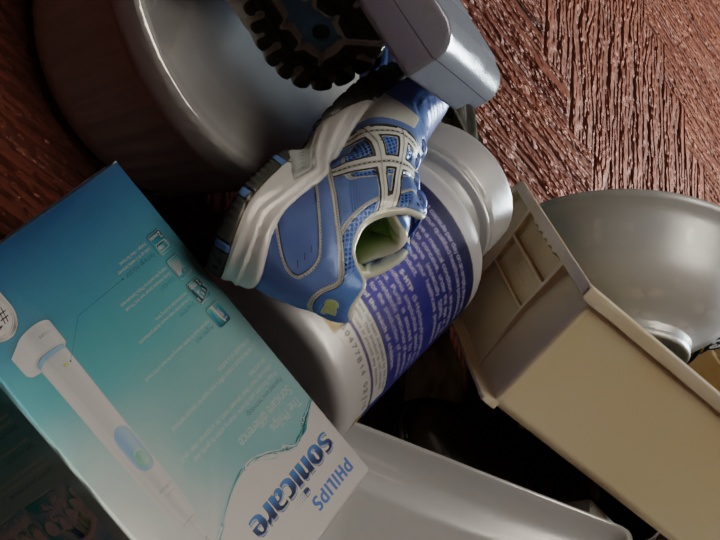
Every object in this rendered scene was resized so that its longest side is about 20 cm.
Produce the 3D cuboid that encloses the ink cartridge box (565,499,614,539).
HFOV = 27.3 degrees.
[{"bbox_3d":[0.108,0.270,0.922,0.147,0.144,0.200,46,42,-37],"label":"ink cartridge box"}]

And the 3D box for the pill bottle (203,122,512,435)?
[{"bbox_3d":[0.000,0.000,0.858,0.200,0.119,0.120,-42,113,-38],"label":"pill bottle"}]

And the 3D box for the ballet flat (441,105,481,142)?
[{"bbox_3d":[0.061,-0.073,1.082,0.068,0.068,0.201,-7,72,-47],"label":"ballet flat"}]

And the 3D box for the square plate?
[{"bbox_3d":[0.047,0.192,0.804,0.199,0.028,0.198,22,47,-6],"label":"square plate"}]

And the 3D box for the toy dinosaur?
[{"bbox_3d":[0.040,0.061,0.990,0.101,0.058,0.200,52,39,-32],"label":"toy dinosaur"}]

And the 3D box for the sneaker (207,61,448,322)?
[{"bbox_3d":[0.001,-0.040,0.767,0.077,0.076,0.200,31,46,9],"label":"sneaker"}]

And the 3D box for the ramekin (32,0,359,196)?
[{"bbox_3d":[-0.095,-0.135,0.835,0.202,0.094,0.203,28,55,-49],"label":"ramekin"}]

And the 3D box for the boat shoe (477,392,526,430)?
[{"bbox_3d":[0.112,0.122,1.058,0.068,0.073,0.200,43,43,-40],"label":"boat shoe"}]

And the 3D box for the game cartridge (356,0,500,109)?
[{"bbox_3d":[0.001,-0.179,0.759,0.200,0.041,0.133,60,9,12],"label":"game cartridge"}]

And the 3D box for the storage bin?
[{"bbox_3d":[0.161,0.062,0.945,0.200,0.094,0.199,37,14,-19],"label":"storage bin"}]

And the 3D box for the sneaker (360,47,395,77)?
[{"bbox_3d":[0.009,-0.084,0.998,0.082,0.074,0.201,26,53,-40],"label":"sneaker"}]

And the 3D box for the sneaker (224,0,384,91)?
[{"bbox_3d":[-0.065,-0.184,0.769,0.200,0.078,0.090,50,20,-34],"label":"sneaker"}]

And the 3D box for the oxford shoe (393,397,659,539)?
[{"bbox_3d":[0.113,0.128,0.959,0.200,0.084,0.073,26,58,-22],"label":"oxford shoe"}]

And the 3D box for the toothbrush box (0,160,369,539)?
[{"bbox_3d":[-0.111,0.073,0.687,0.200,0.085,0.146,50,37,-6],"label":"toothbrush box"}]

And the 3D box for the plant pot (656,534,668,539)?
[{"bbox_3d":[0.285,0.269,1.189,0.187,0.187,0.200,54,23,-28],"label":"plant pot"}]

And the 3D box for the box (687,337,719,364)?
[{"bbox_3d":[0.230,0.100,1.166,0.200,0.159,0.049,-36,110,-57],"label":"box"}]

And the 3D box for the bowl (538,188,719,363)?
[{"bbox_3d":[0.201,0.023,1.122,0.201,0.201,0.091,33,55,-46],"label":"bowl"}]
